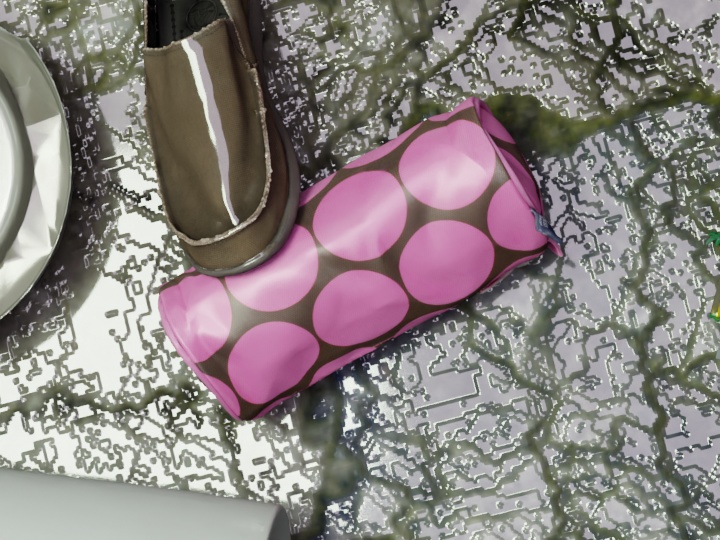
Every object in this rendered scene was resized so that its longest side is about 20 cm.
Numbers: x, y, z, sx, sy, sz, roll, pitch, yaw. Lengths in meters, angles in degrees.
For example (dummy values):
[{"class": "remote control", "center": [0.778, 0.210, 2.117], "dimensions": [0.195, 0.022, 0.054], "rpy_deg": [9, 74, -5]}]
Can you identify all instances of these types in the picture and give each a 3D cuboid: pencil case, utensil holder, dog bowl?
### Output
[{"class": "pencil case", "center": [0.000, 0.000, 1.375], "dimensions": [0.199, 0.091, 0.094], "rpy_deg": [-28, 126, 6]}, {"class": "utensil holder", "center": [-0.143, 0.181, 1.334], "dimensions": [0.199, 0.170, 0.171], "rpy_deg": [5, 85, 6]}, {"class": "dog bowl", "center": [-0.241, -0.050, 1.422], "dimensions": [0.199, 0.059, 0.202], "rpy_deg": [-1, 84, 7]}]

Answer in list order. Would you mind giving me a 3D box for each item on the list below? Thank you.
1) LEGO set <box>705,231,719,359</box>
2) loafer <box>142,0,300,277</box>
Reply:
[{"class": "LEGO set", "center": [0.259, -0.003, 1.304], "dimensions": [0.199, 0.154, 0.117], "rpy_deg": [17, 104, 16]}, {"class": "loafer", "center": [-0.084, -0.089, 1.367], "dimensions": [0.073, 0.071, 0.201], "rpy_deg": [-22, 59, 15]}]
